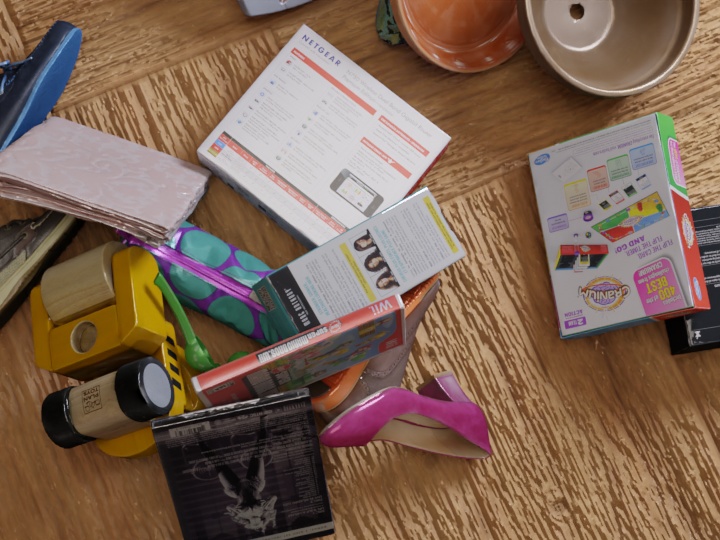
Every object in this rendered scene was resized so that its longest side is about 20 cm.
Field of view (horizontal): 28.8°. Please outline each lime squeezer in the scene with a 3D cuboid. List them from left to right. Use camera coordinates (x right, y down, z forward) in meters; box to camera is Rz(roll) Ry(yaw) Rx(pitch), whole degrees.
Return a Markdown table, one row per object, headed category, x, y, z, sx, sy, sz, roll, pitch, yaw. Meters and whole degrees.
| category | x | y | z | sx | sy | sz | roll | pitch | yaw |
| --- | --- | --- | --- | --- | --- | --- | --- | --- | --- |
| lime squeezer | -0.124 | 0.074 | 1.362 | 0.200 | 0.038 | 0.071 | 26 | 87 | -19 |

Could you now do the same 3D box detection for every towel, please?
| category | x | y | z | sx | sy | sz | roll | pitch | yaw |
| --- | --- | --- | --- | --- | --- | --- | --- | --- | --- |
| towel | -0.256 | -0.090 | 1.382 | 0.191 | 0.200 | 0.032 | 19 | 111 | 0 |

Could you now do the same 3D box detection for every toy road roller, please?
| category | x | y | z | sx | sy | sz | roll | pitch | yaw |
| --- | --- | --- | --- | --- | --- | --- | --- | --- | --- |
| toy road roller | -0.228 | 0.085 | 1.369 | 0.123 | 0.146 | 0.200 | -21 | 67 | 22 |

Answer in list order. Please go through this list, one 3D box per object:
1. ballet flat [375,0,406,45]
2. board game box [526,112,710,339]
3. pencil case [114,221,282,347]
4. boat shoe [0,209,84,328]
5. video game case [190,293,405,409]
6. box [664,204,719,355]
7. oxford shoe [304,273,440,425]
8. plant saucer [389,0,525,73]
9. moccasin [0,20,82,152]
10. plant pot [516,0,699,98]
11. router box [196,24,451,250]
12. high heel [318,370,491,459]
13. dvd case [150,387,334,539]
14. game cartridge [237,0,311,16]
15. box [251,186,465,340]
| category | x | y | z | sx | sy | sz | roll | pitch | yaw |
| --- | --- | --- | --- | --- | --- | --- | --- | --- | --- |
| ballet flat | 0.083 | -0.330 | 1.494 | 0.074 | 0.074 | 0.200 | 36 | 80 | 4 |
| board game box | 0.259 | -0.042 | 1.421 | 0.153 | 0.040 | 0.200 | -15 | 79 | 35 |
| pencil case | -0.149 | 0.006 | 1.412 | 0.200 | 0.092 | 0.085 | 25 | 83 | 3 |
| boat shoe | -0.345 | -0.020 | 1.419 | 0.066 | 0.072 | 0.201 | 38 | 85 | -1 |
| video game case | -0.053 | 0.084 | 1.302 | 0.200 | 0.143 | 0.017 | -23 | 74 | -4 |
| box | 0.412 | 0.001 | 1.444 | 0.200 | 0.079 | 0.141 | -8 | 77 | -4 |
| oxford shoe | 0.021 | 0.078 | 1.430 | 0.200 | 0.071 | 0.073 | -49 | 123 | -18 |
| plant saucer | 0.112 | -0.308 | 1.462 | 0.200 | 0.032 | 0.200 | -11 | 110 | -30 |
| moccasin | -0.361 | -0.178 | 1.443 | 0.068 | 0.080 | 0.200 | 29 | 79 | 7 |
| plant pot | 0.244 | -0.277 | 1.466 | 0.201 | 0.093 | 0.201 | 0 | 91 | -19 |
| router box | -0.038 | -0.125 | 1.462 | 0.200 | 0.049 | 0.180 | 39 | 80 | 4 |
| high heel | 0.047 | 0.164 | 1.366 | 0.067 | 0.200 | 0.096 | -41 | 71 | 36 |
| dvd case | -0.108 | 0.200 | 1.345 | 0.149 | 0.200 | 0.016 | -12 | 40 | -4 |
| game cartridge | -0.056 | -0.357 | 1.473 | 0.200 | 0.040 | 0.133 | -30 | 118 | -10 |
| box | 0.000 | 0.000 | 1.375 | 0.200 | 0.049 | 0.082 | -30 | 90 | -25 |
